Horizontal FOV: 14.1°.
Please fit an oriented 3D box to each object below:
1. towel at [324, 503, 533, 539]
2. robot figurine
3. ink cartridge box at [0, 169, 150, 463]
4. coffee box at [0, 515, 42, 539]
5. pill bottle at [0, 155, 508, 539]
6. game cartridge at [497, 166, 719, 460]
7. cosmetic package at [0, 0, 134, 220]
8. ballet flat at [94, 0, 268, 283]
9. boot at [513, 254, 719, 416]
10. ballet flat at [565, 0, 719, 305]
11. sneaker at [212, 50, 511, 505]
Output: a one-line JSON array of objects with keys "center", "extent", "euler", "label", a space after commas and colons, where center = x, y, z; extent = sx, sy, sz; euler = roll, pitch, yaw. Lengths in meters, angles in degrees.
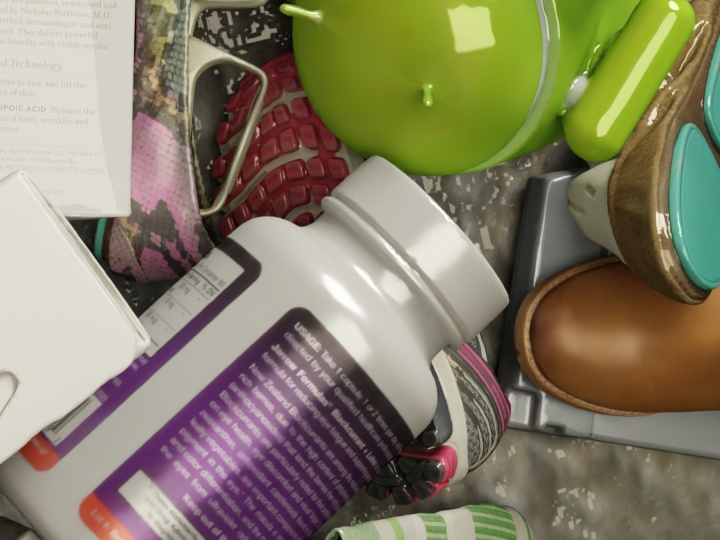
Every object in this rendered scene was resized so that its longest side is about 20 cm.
[{"center": [0.030, 0.177, 1.227], "extent": [0.200, 0.023, 0.153], "euler": [0, 91, -64], "label": "towel"}, {"center": [0.050, -0.104, 1.217], "extent": [0.200, 0.175, 0.116], "euler": [-21, 137, -55], "label": "robot figurine"}, {"center": [-0.186, 0.047, 1.093], "extent": [0.145, 0.200, 0.084], "euler": [-38, 98, -24], "label": "ink cartridge box"}, {"center": [-0.110, 0.197, 1.196], "extent": [0.080, 0.113, 0.200], "euler": [-44, 105, -14], "label": "coffee box"}, {"center": [-0.040, 0.050, 1.156], "extent": [0.200, 0.111, 0.111], "euler": [-42, 103, -6], "label": "pill bottle"}, {"center": [0.162, 0.021, 1.336], "extent": [0.200, 0.042, 0.134], "euler": [10, 82, -20], "label": "game cartridge"}, {"center": [-0.141, -0.120, 1.185], "extent": [0.081, 0.113, 0.201], "euler": [0, 89, -20], "label": "cosmetic package"}, {"center": [-0.073, -0.094, 1.228], "extent": [0.071, 0.069, 0.201], "euler": [2, 93, 2], "label": "ballet flat"}, {"center": [0.181, 0.036, 1.242], "extent": [0.200, 0.155, 0.077], "euler": [12, 86, -19], "label": "boot"}, {"center": [0.129, -0.050, 1.267], "extent": [0.068, 0.072, 0.200], "euler": [58, 32, -33], "label": "ballet flat"}, {"center": [0.000, 0.000, 1.263], "extent": [0.075, 0.081, 0.200], "euler": [-26, 97, -49], "label": "sneaker"}]
